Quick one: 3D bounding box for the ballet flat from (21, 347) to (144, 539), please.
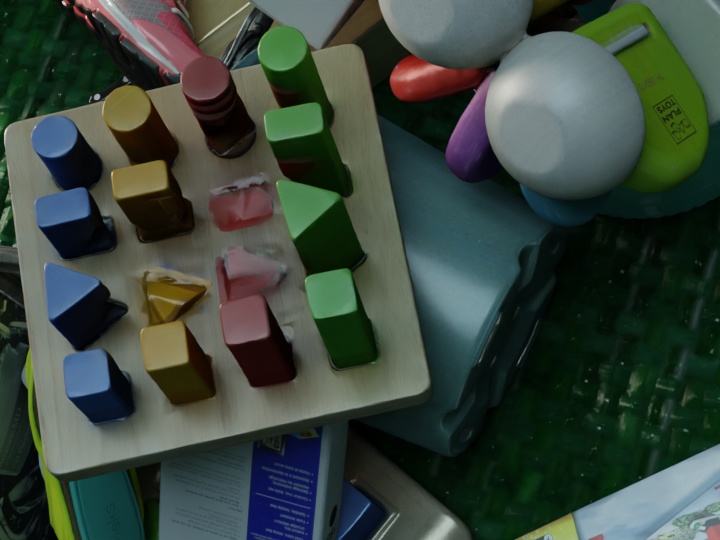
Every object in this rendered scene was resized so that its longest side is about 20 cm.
[{"bbox_3d":[-0.164,0.083,1.137,0.067,0.200,0.067,-21,35,-29],"label":"ballet flat"}]

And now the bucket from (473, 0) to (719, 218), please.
[{"bbox_3d":[0.158,-0.135,1.165,0.207,0.135,0.208,-5,71,14],"label":"bucket"}]

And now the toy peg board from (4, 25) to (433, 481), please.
[{"bbox_3d":[-0.083,-0.020,1.002,0.199,0.098,0.200,-12,68,3],"label":"toy peg board"}]

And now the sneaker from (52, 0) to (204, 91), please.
[{"bbox_3d":[-0.137,-0.179,1.236,0.087,0.074,0.200,-40,67,-9],"label":"sneaker"}]

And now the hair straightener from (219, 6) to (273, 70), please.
[{"bbox_3d":[-0.082,-0.085,1.151,0.041,0.077,0.200,34,82,-6],"label":"hair straightener"}]

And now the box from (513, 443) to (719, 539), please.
[{"bbox_3d":[0.182,0.181,1.102,0.200,0.038,0.137,-26,67,7],"label":"box"}]

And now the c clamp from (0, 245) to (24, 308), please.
[{"bbox_3d":[-0.194,0.010,1.196,0.170,0.200,0.027,11,80,4],"label":"c clamp"}]

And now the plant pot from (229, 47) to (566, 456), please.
[{"bbox_3d":[0.000,0.000,1.146,0.196,0.200,0.200,26,81,14],"label":"plant pot"}]

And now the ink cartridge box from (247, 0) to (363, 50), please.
[{"bbox_3d":[0.014,-0.235,1.108,0.083,0.145,0.200,37,113,-3],"label":"ink cartridge box"}]

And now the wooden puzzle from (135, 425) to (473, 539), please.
[{"bbox_3d":[-0.063,0.164,1.178,0.200,0.046,0.185,38,85,24],"label":"wooden puzzle"}]

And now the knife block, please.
[{"bbox_3d":[-0.075,-0.094,1.261,0.200,0.064,0.176,6,74,18],"label":"knife block"}]

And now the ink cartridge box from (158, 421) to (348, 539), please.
[{"bbox_3d":[-0.059,0.099,1.100,0.099,0.200,0.039,15,33,12],"label":"ink cartridge box"}]

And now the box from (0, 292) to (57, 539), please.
[{"bbox_3d":[-0.261,0.112,1.173,0.124,0.197,0.200,13,76,21],"label":"box"}]

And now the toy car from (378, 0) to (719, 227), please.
[{"bbox_3d":[0.087,-0.108,1.027,0.200,0.175,0.150,50,132,6],"label":"toy car"}]
